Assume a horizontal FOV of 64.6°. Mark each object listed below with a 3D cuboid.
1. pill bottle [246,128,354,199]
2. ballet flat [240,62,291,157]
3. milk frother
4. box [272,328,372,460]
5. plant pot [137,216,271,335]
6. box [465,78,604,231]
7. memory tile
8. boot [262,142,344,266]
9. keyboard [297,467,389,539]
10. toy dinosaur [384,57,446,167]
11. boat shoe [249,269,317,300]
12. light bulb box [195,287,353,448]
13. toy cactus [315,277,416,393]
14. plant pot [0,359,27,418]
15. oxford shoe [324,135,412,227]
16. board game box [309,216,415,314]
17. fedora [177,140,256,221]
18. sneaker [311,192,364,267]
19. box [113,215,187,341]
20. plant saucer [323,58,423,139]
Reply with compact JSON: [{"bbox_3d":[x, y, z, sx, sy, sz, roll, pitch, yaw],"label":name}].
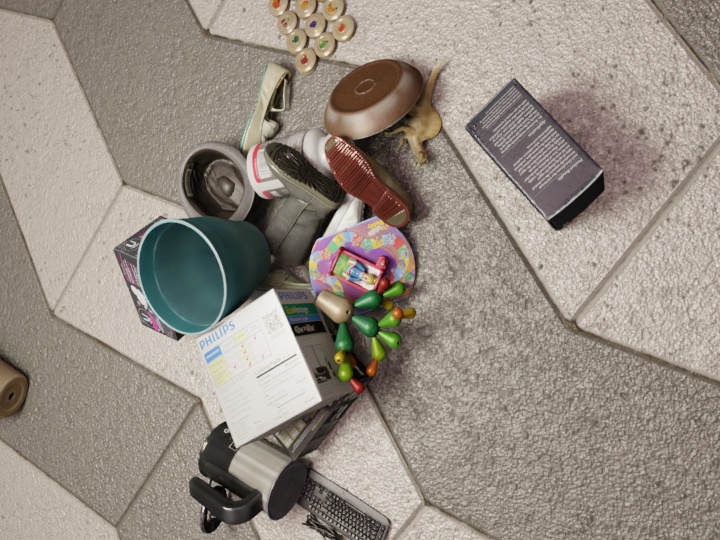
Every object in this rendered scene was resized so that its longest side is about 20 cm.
[{"bbox_3d":[-0.110,-0.208,1.095,0.196,0.110,0.113,-7,84,25],"label":"pill bottle"},{"bbox_3d":[-0.190,-0.323,1.169,0.069,0.069,0.204,20,95,24],"label":"ballet flat"},{"bbox_3d":[-0.221,0.433,1.109,0.186,0.181,0.203,17,135,30],"label":"milk frother"},{"bbox_3d":[-0.101,0.221,1.084,0.164,0.086,0.201,42,105,21],"label":"box"},{"bbox_3d":[-0.266,-0.010,1.045,0.197,0.187,0.204,8,108,25],"label":"plant pot"},{"bbox_3d":[0.276,-0.174,0.892,0.104,0.147,0.201,-42,73,16],"label":"box"},{"bbox_3d":[-0.102,-0.518,1.158,0.152,0.017,0.203,-31,75,21],"label":"memory tile"},{"bbox_3d":[-0.140,-0.117,1.067,0.181,0.073,0.200,40,137,-8],"label":"boot"},{"bbox_3d":[-0.048,0.468,1.073,0.197,0.039,0.106,23,97,25],"label":"keyboard"},{"bbox_3d":[0.100,-0.284,1.041,0.099,0.058,0.204,9,86,9],"label":"toy dinosaur"},{"bbox_3d":[-0.164,0.029,1.131,0.197,0.072,0.063,2,91,28],"label":"boat shoe"},{"bbox_3d":[-0.150,0.164,0.992,0.196,0.124,0.203,-31,75,21],"label":"light bulb box"},{"bbox_3d":[-0.005,0.088,0.972,0.163,0.102,0.202,29,85,11],"label":"toy cactus"},{"bbox_3d":[-0.958,0.295,1.444,0.171,0.200,0.204,16,94,8],"label":"plant pot"},{"bbox_3d":[0.016,-0.165,1.020,0.070,0.075,0.200,-35,104,34],"label":"oxford shoe"},{"bbox_3d":[0.000,0.000,1.029,0.197,0.039,0.161,-20,98,8],"label":"board game box"},{"bbox_3d":[-0.283,-0.170,1.186,0.199,0.090,0.179,34,103,16],"label":"fedora"},{"bbox_3d":[-0.013,-0.090,1.079,0.084,0.073,0.202,28,96,-4],"label":"sneaker"},{"bbox_3d":[-0.391,0.015,1.160,0.113,0.132,0.203,19,134,24],"label":"box"},{"bbox_3d":[0.015,-0.319,1.025,0.197,0.037,0.203,-17,48,19],"label":"plant saucer"}]
